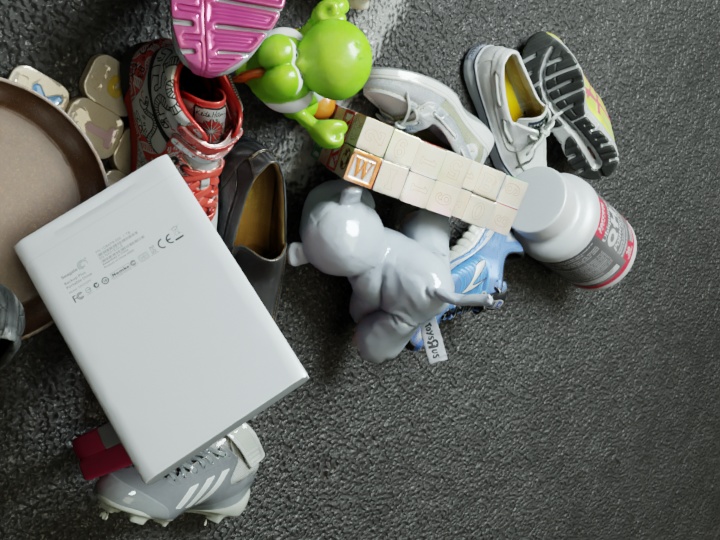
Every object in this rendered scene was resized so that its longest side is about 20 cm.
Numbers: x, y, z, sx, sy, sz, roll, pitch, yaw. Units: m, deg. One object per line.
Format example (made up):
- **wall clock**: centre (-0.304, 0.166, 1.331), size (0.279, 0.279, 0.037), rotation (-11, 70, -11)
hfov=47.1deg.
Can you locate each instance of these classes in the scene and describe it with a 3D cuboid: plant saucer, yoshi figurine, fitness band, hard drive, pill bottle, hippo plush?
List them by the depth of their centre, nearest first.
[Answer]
- **hard drive**: centre (-0.145, 0.030, 0.596), size (0.131, 0.201, 0.027), rotation (-32, 165, -9)
- **plant saucer**: centre (-0.287, -0.043, 0.611), size (0.199, 0.034, 0.202), rotation (-7, 102, -33)
- **fitness band**: centre (-0.149, 0.120, 0.675), size (0.143, 0.199, 0.038), rotation (-18, 84, -49)
- **yoshi figurine**: centre (-0.034, -0.169, 0.697), size (0.112, 0.200, 0.112), rotation (43, 99, -8)
- **hippo plush**: centre (0.000, 0.000, 0.810), size (0.160, 0.201, 0.160), rotation (28, 113, -22)
- **pill bottle**: centre (0.256, -0.053, 1.019), size (0.199, 0.110, 0.112), rotation (25, 83, -49)

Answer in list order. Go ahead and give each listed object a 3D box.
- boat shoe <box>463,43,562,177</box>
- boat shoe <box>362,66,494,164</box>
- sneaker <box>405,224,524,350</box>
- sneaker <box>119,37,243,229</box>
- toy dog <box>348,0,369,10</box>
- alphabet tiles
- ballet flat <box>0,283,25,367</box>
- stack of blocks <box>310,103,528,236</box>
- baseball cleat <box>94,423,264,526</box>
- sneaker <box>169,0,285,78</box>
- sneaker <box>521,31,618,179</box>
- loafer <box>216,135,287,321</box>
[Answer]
- **boat shoe**: centre (0.196, -0.175, 0.970), size (0.075, 0.086, 0.203), rotation (-44, 127, -23)
- **boat shoe**: centre (0.072, -0.153, 0.882), size (0.201, 0.074, 0.065), rotation (28, 77, -47)
- **sneaker**: centre (0.120, 0.019, 0.935), size (0.089, 0.079, 0.200), rotation (41, 68, 5)
- **sneaker**: centre (-0.139, -0.084, 0.672), size (0.067, 0.107, 0.203), rotation (-19, 111, -35)
- **toy dog**: centre (-0.013, -0.309, 0.710), size (0.194, 0.198, 0.141), rotation (45, 25, -75)
- **alphabet tiles**: centre (-0.220, -0.071, 0.687), size (0.195, 0.015, 0.201), rotation (30, 79, -41)
- **ballet flat**: centre (-0.313, 0.085, 0.578), size (0.200, 0.057, 0.066), rotation (-44, 130, 10)
- **stack of blocks**: centre (0.063, -0.096, 0.810), size (0.199, 0.115, 0.059), rotation (18, 100, -24)
- **baseball cleat**: centre (-0.156, 0.174, 0.744), size (0.107, 0.069, 0.200), rotation (-66, 155, -5)
- **sneaker**: centre (-0.097, -0.233, 0.625), size (0.081, 0.088, 0.202), rotation (16, 75, -17)
- **sneaker**: centre (0.260, -0.213, 1.037), size (0.201, 0.078, 0.091), rotation (57, 33, -24)
- **loafer**: centre (-0.100, -0.017, 0.756), size (0.072, 0.072, 0.202), rotation (-15, 115, -30)
